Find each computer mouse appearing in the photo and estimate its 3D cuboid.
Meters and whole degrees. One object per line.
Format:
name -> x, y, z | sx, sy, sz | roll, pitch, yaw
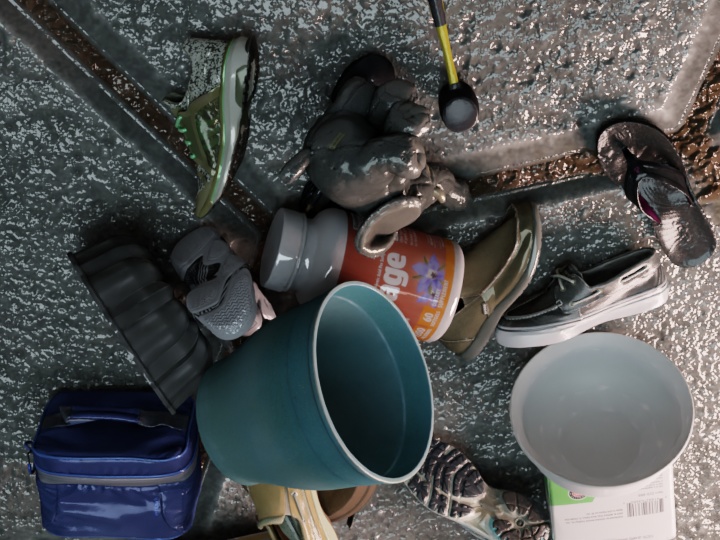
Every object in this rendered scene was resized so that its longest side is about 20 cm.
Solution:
computer mouse -> -0.016, -0.133, 1.611 | 0.058, 0.034, 0.202 | 17, 118, -11

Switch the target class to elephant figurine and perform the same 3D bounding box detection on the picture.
elephant figurine -> 0.022, -0.085, 1.565 | 0.153, 0.143, 0.201 | 6, 146, 14

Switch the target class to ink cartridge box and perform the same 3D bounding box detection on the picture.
ink cartridge box -> 0.291, 0.287, 1.822 | 0.144, 0.084, 0.202 | -7, 119, 2

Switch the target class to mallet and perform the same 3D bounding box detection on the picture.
mallet -> 0.081, -0.241, 1.557 | 0.041, 0.066, 0.202 | -13, 104, 4

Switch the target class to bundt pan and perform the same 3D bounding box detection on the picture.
bundt pan -> -0.222, 0.045, 1.624 | 0.075, 0.202, 0.203 | -34, 116, -7

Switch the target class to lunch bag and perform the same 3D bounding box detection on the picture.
lunch bag -> -0.277, 0.206, 1.735 | 0.197, 0.136, 0.134 | 1, 119, 0

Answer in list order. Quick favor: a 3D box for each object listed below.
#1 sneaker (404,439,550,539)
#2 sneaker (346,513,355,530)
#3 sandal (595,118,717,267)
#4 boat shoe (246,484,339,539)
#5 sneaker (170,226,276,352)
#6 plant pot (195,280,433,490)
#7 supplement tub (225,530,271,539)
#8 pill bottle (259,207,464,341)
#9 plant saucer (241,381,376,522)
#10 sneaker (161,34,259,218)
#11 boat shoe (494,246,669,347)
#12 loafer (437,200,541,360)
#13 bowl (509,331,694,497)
sneaker -> 0.121, 0.273, 1.816 | 0.199, 0.078, 0.086 | 34, 158, 1
sneaker -> -0.001, 0.181, 1.745 | 0.059, 0.105, 0.202 | 14, 118, -9
sandal -> 0.320, -0.080, 1.640 | 0.075, 0.048, 0.201 | -33, 115, 16
boat shoe -> -0.086, 0.251, 1.675 | 0.071, 0.076, 0.201 | -26, 97, 32
sneaker -> -0.130, 0.038, 1.616 | 0.075, 0.200, 0.115 | -35, 122, -1
plant pot -> -0.058, 0.133, 1.565 | 0.186, 0.201, 0.201 | -18, 120, 32
supplement tub -> -0.153, 0.392, 1.836 | 0.197, 0.146, 0.147 | -13, 119, 6
pill bottle -> 0.000, 0.000, 1.633 | 0.198, 0.113, 0.113 | 14, 118, -14
plant saucer -> -0.071, 0.193, 1.707 | 0.198, 0.029, 0.203 | 10, 114, 22
sneaker -> -0.160, -0.153, 1.585 | 0.088, 0.077, 0.202 | 15, 113, 5
boat shoe -> 0.235, 0.024, 1.691 | 0.198, 0.072, 0.072 | -19, 112, -4
loafer -> 0.131, 0.009, 1.669 | 0.069, 0.075, 0.201 | 19, 117, -16
bowl -> 0.265, 0.174, 1.717 | 0.198, 0.203, 0.091 | -7, 143, 3
